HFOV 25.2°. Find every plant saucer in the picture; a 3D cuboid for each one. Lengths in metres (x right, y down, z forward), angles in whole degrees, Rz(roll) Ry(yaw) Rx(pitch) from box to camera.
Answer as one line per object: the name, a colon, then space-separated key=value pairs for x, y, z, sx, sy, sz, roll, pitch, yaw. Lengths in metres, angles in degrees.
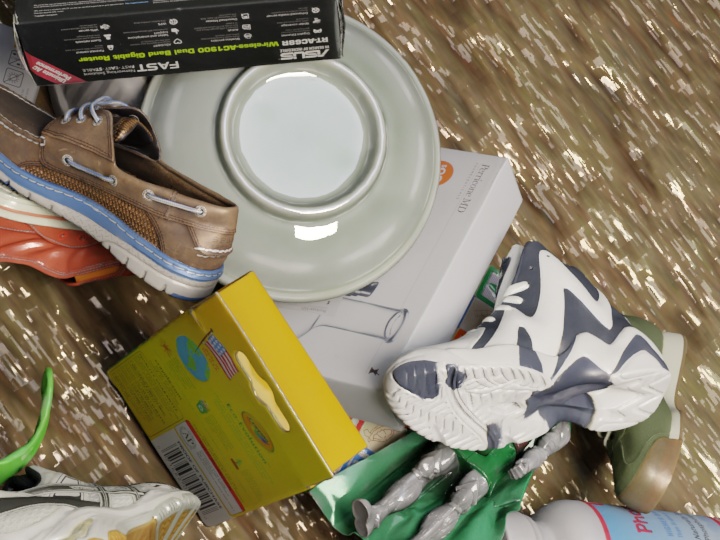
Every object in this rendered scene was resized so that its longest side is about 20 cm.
plant saucer: x=-0.040 y=-0.081 z=1.019 sx=0.200 sy=0.050 sz=0.200 roll=2 pitch=80 yaw=-13

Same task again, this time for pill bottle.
pill bottle: x=0.172 y=0.214 z=1.093 sx=0.200 sy=0.109 sz=0.109 roll=10 pitch=67 yaw=-21

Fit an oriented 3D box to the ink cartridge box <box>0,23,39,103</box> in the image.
ink cartridge box: x=-0.319 y=-0.092 z=1.034 sx=0.200 sy=0.047 sz=0.198 roll=18 pitch=67 yaw=-15

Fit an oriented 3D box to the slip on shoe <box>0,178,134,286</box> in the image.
slip on shoe: x=-0.175 y=-0.021 z=1.044 sx=0.200 sy=0.061 sz=0.074 roll=11 pitch=27 yaw=-44

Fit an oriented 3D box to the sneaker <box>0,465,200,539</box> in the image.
sneaker: x=-0.164 y=0.144 z=0.948 sx=0.088 sy=0.200 sz=0.076 roll=34 pitch=97 yaw=15

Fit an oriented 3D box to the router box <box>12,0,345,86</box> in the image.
router box: x=-0.113 y=-0.199 z=1.010 sx=0.200 sy=0.062 sz=0.150 roll=-5 pitch=57 yaw=0

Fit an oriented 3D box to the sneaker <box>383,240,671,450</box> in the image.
sneaker: x=0.090 y=0.040 z=1.038 sx=0.199 sy=0.080 sz=0.130 roll=-5 pitch=43 yaw=-22

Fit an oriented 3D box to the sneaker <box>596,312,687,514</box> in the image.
sneaker: x=0.176 y=0.090 z=1.138 sx=0.090 sy=0.067 sz=0.200 roll=25 pitch=31 yaw=-1

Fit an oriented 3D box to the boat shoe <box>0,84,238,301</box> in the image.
boat shoe: x=-0.156 y=-0.066 z=0.979 sx=0.200 sy=0.072 sz=0.072 roll=34 pitch=20 yaw=8

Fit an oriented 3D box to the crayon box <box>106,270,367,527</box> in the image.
crayon box: x=-0.074 y=0.080 z=0.978 sx=0.051 sy=0.200 sz=0.127 roll=-33 pitch=91 yaw=-30

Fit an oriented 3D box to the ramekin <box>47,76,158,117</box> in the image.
ramekin: x=-0.107 y=-0.148 z=1.112 sx=0.200 sy=0.105 sz=0.200 roll=8 pitch=68 yaw=-21

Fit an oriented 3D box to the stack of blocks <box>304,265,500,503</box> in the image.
stack of blocks: x=0.039 y=0.081 z=1.114 sx=0.115 sy=0.059 sz=0.200 roll=33 pitch=61 yaw=-9

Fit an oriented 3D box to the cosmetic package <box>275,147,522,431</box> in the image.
cosmetic package: x=0.000 y=0.000 z=1.083 sx=0.151 sy=0.052 sz=0.200 roll=12 pitch=57 yaw=28

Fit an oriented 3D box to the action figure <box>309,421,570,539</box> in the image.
action figure: x=0.078 y=0.119 z=1.049 sx=0.118 sy=0.055 sz=0.200 roll=41 pitch=52 yaw=16

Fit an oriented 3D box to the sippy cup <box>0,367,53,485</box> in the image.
sippy cup: x=-0.281 y=0.059 z=0.950 sx=0.178 sy=0.140 sz=0.130 roll=38 pitch=46 yaw=-36
